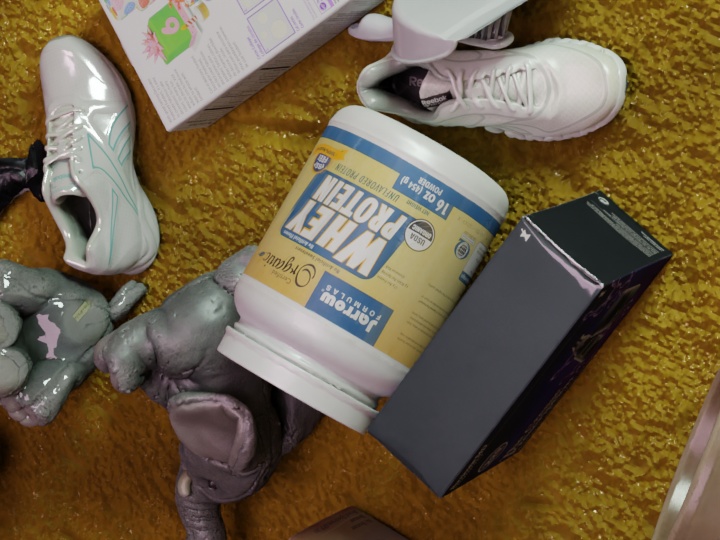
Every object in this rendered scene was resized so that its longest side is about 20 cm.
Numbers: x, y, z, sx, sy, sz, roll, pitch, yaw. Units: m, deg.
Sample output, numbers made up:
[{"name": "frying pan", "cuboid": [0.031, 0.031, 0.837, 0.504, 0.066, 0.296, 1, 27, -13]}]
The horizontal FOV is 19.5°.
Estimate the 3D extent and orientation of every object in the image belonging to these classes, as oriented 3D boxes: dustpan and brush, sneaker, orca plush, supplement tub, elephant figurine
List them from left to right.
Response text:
[{"name": "orca plush", "cuboid": [-0.345, -0.037, 1.749, 0.200, 0.071, 0.105, -15, 90, 30]}, {"name": "elephant figurine", "cuboid": [-0.302, 0.061, 1.716, 0.200, 0.155, 0.142, -17, 52, 55]}, {"name": "sneaker", "cuboid": [-0.219, -0.092, 1.667, 0.070, 0.080, 0.200, -18, 87, 32]}, {"name": "elephant figurine", "cuboid": [-0.101, 0.110, 1.608, 0.200, 0.141, 0.155, 58, 162, 0]}, {"name": "supplement tub", "cuboid": [0.000, 0.000, 1.486, 0.145, 0.145, 0.200, 28, 87, 23]}, {"name": "dustpan and brush", "cuboid": [0.054, -0.180, 1.491, 0.200, 0.140, 0.057, 18, 132, 46]}, {"name": "sneaker", "cuboid": [0.090, -0.128, 1.487, 0.200, 0.081, 0.075, 2, 97, 28]}]

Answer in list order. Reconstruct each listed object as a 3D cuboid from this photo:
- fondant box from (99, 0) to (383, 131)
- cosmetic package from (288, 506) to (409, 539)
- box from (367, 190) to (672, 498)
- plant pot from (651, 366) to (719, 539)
[{"name": "fondant box", "cuboid": [-0.096, -0.217, 1.591, 0.200, 0.058, 0.144, -32, 82, 28]}, {"name": "cosmetic package", "cuboid": [0.036, 0.270, 1.565, 0.200, 0.103, 0.087, 29, 112, 21]}, {"name": "box", "cuboid": [0.112, 0.050, 1.466, 0.079, 0.141, 0.200, 43, 116, 17]}, {"name": "plant pot", "cuboid": [0.298, 0.151, 1.369, 0.174, 0.200, 0.200, 21, 108, 6]}]
